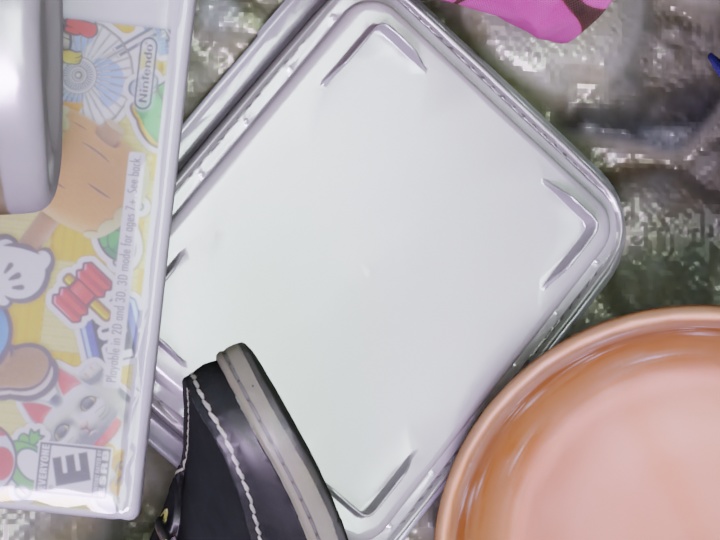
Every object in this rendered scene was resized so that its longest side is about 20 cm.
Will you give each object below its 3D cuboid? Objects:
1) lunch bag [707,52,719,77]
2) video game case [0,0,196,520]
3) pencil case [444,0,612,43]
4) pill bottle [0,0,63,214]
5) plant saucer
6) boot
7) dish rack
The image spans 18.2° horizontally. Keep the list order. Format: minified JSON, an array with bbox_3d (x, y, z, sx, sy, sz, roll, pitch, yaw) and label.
[{"bbox_3d":[0.197,-0.089,0.836,0.123,0.170,0.201,2,89,15],"label":"lunch bag"},{"bbox_3d":[-0.157,-0.021,0.788,0.181,0.023,0.201,6,87,-3],"label":"video game case"},{"bbox_3d":[0.006,-0.152,0.832,0.199,0.091,0.094,18,52,-15],"label":"pencil case"},{"bbox_3d":[-0.199,-0.073,0.723,0.199,0.111,0.111,0,88,-3],"label":"pill bottle"},{"bbox_3d":[0.128,0.109,0.849,0.199,0.037,0.201,1,100,7],"label":"plant saucer"},{"bbox_3d":[-0.081,0.122,0.759,0.153,0.204,0.074,-20,50,-13],"label":"boot"},{"bbox_3d":[0.000,0.000,0.848,0.172,0.044,0.200,42,78,-13],"label":"dish rack"}]
